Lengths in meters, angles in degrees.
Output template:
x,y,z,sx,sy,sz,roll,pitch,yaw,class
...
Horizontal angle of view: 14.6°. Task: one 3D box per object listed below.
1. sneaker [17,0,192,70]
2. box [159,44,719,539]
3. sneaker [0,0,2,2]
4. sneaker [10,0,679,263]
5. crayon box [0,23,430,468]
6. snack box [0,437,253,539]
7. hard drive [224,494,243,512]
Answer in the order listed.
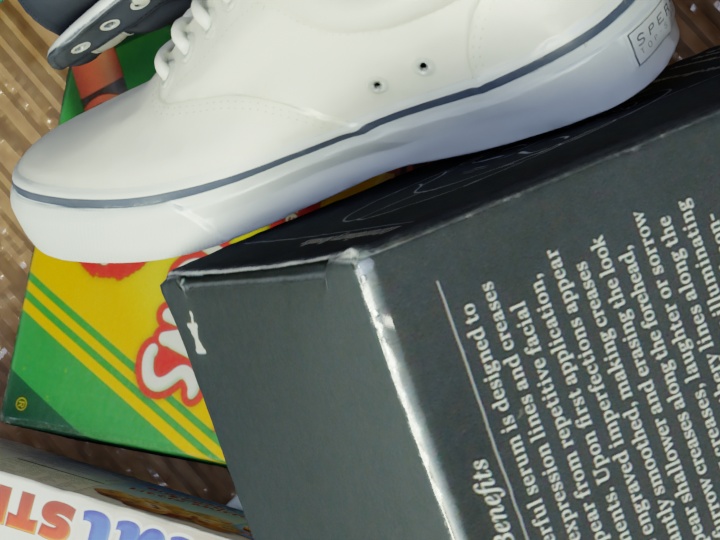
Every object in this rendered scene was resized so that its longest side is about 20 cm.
x,y,z,sx,sy,sz,roll,pitch,yaw,class
-0.047,-0.110,0.760,0.108,0.200,0.071,-24,88,-11,sneaker
0.075,0.012,0.699,0.199,0.148,0.108,-22,96,-19,box
-0.135,-0.144,0.844,0.083,0.121,0.201,20,124,15,sneaker
-0.016,-0.060,0.727,0.199,0.073,0.071,-18,114,28,sneaker
0.000,0.000,0.818,0.199,0.051,0.128,8,84,24,crayon box
-0.042,0.083,0.812,0.199,0.072,0.025,15,91,16,snack box
0.047,0.077,0.837,0.200,0.027,0.132,-44,78,11,hard drive
